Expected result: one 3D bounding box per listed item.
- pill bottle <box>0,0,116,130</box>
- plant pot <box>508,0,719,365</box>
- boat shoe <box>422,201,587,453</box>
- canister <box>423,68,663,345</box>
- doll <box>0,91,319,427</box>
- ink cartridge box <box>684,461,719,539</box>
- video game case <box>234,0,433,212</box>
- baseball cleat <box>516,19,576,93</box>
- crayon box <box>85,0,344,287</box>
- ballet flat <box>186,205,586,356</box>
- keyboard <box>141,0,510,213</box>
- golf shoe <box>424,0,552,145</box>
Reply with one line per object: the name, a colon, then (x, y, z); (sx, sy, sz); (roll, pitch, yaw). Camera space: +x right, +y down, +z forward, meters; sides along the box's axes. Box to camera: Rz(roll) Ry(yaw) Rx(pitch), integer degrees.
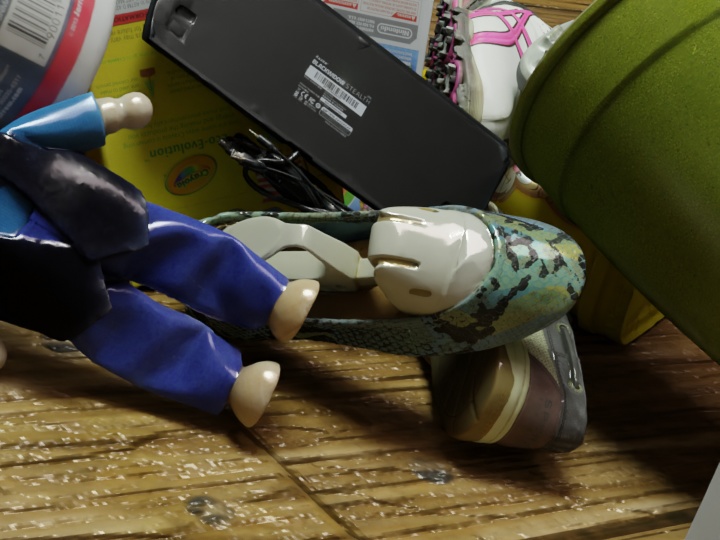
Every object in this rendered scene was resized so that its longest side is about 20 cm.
pill bottle: (-0.216, -0.131, 0.764); (0.200, 0.120, 0.120); (26, 14, -37)
plant pot: (0.204, -0.035, 0.868); (0.200, 0.200, 0.193); (-2, 52, -43)
boat shoe: (0.072, 0.031, 0.899); (0.066, 0.072, 0.201); (28, 22, -15)
canister: (0.098, -0.045, 1.071); (0.200, 0.087, 0.148); (26, 24, 20)
doll: (-0.119, -0.013, 0.764); (0.200, 0.137, 0.048); (27, -6, -15)
ink cartridge box: (0.266, 0.113, 0.750); (0.200, 0.146, 0.145); (10, 23, -22)
video game case: (-0.030, -0.114, 0.979); (0.143, 0.201, 0.018); (8, 2, -31)
baseball cleat: (0.155, -0.098, 1.008); (0.200, 0.107, 0.070); (-17, 57, -36)
crayon box: (-0.087, -0.103, 0.908); (0.127, 0.201, 0.051); (-14, 9, -24)
ballet flat: (0.000, 0.000, 0.820); (0.200, 0.074, 0.074); (-5, 13, 22)
keyboard: (-0.025, -0.074, 0.893); (0.200, 0.104, 0.040); (36, -25, -13)
golf shoe: (0.082, -0.112, 1.013); (0.092, 0.073, 0.200); (14, 26, -1)
